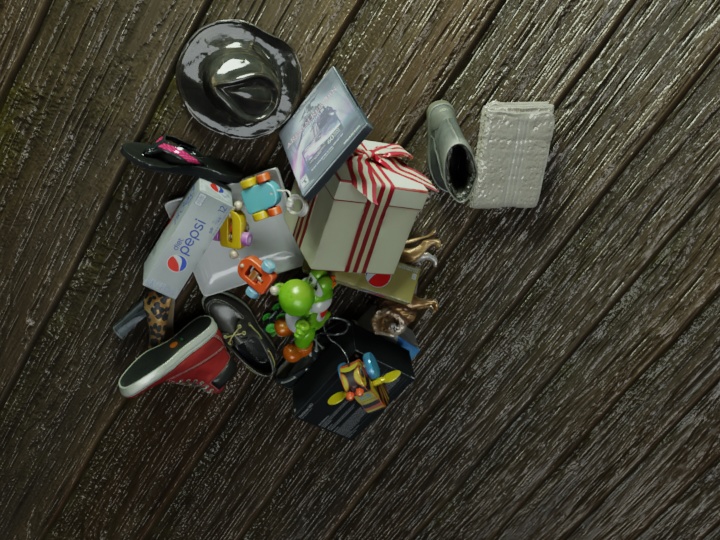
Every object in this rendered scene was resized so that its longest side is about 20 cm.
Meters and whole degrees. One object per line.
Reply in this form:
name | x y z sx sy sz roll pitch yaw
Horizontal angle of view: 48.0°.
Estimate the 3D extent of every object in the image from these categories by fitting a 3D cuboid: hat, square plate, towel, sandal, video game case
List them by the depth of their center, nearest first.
video game case | -0.058 -0.212 1.226 0.019 0.201 0.143 30 112 -35
hat | -0.181 -0.274 1.230 0.197 0.081 0.203 -6 124 -9
sandal | -0.277 -0.183 1.275 0.197 0.075 0.045 7 123 -27
square plate | -0.209 -0.067 1.390 0.197 0.029 0.200 -17 125 -2
towel | 0.263 -0.199 1.414 0.130 0.035 0.202 -2 124 -11

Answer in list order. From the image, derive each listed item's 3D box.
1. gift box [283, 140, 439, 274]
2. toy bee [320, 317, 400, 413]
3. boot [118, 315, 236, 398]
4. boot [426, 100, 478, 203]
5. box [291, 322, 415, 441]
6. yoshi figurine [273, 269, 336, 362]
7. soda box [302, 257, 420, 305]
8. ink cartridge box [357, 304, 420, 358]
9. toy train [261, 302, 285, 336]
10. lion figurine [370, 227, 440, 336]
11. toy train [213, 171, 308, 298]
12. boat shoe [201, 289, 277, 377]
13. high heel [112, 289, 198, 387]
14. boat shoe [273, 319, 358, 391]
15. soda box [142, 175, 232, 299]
gift box | 0.001 -0.109 1.301 0.182 0.200 0.189 0 124 -32
toy bee | -0.009 0.191 1.365 0.199 0.109 0.131 35 119 -29
boot | -0.316 0.192 1.431 0.199 0.072 0.146 -34 127 -20
boot | 0.153 -0.166 1.306 0.072 0.201 0.183 -19 125 0
box | -0.017 0.209 1.495 0.140 0.079 0.200 26 121 -28
yoshi figurine | -0.110 0.070 1.377 0.111 0.113 0.201 26 137 0
soda box | 0.000 0.000 1.403 0.197 0.068 0.065 17 84 -1
ink cartridge box | 0.006 0.178 1.574 0.115 0.067 0.200 33 110 -28
toy train | -0.103 0.051 1.486 0.200 0.042 0.056 -44 132 16
lion figurine | 0.081 0.020 1.473 0.120 0.072 0.203 2 87 -1
toy train | -0.159 -0.063 1.328 0.149 0.056 0.201 35 114 9
boat shoe | -0.218 0.117 1.486 0.071 0.061 0.202 -33 124 9
high heel | -0.328 0.122 1.454 0.142 0.072 0.200 -38 114 20
boat shoe | -0.085 0.160 1.537 0.060 0.076 0.200 31 110 -34
soda box | -0.284 -0.056 1.321 0.063 0.069 0.201 25 114 -25
